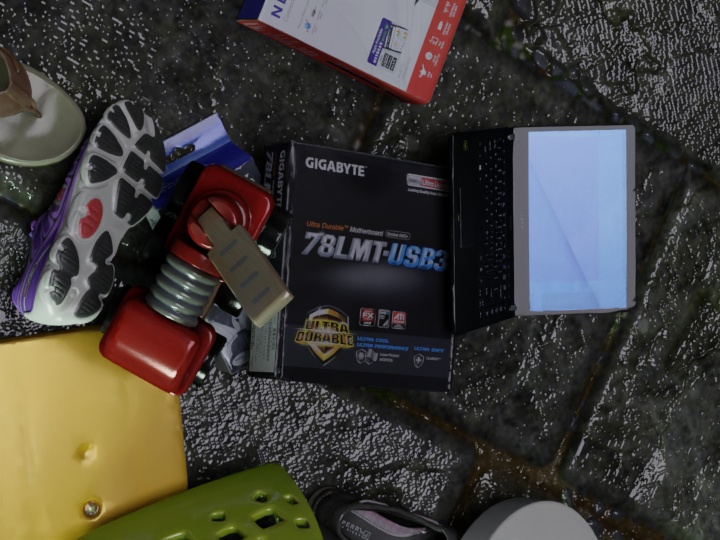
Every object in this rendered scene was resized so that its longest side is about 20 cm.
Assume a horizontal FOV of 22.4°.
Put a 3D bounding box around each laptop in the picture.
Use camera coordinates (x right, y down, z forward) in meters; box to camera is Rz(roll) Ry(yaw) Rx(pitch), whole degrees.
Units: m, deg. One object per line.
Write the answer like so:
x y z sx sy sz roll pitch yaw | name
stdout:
0.165 -0.039 1.632 0.200 0.103 0.179 -12 102 -61 | laptop

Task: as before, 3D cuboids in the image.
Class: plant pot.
-0.100 0.303 1.474 0.199 0.181 0.200 -19 117 -23 | plant pot

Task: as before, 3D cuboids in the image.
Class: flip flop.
-0.299 -0.152 1.412 0.200 0.057 0.081 43 76 -24 | flip flop

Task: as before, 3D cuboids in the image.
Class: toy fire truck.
-0.120 0.017 1.390 0.128 0.200 0.177 29 95 0 | toy fire truck

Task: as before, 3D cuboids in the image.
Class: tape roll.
0.154 0.311 1.675 0.202 0.037 0.204 0 90 -43 | tape roll

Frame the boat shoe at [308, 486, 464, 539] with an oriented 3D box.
0.041 0.250 1.630 0.199 0.057 0.067 26 84 -27 | boat shoe

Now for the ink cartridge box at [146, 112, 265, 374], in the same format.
-0.115 -0.023 1.532 0.099 0.039 0.201 -31 108 -20 | ink cartridge box

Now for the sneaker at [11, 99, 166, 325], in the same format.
-0.226 -0.051 1.455 0.081 0.083 0.201 44 60 -39 | sneaker

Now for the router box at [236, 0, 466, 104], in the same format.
0.011 -0.269 1.563 0.179 0.049 0.201 22 85 -27 | router box

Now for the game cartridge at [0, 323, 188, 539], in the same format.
-0.231 0.148 1.498 0.175 0.032 0.202 -8 96 -26 | game cartridge

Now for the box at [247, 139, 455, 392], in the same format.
0.000 0.000 1.560 0.199 0.050 0.200 8 86 -39 | box
